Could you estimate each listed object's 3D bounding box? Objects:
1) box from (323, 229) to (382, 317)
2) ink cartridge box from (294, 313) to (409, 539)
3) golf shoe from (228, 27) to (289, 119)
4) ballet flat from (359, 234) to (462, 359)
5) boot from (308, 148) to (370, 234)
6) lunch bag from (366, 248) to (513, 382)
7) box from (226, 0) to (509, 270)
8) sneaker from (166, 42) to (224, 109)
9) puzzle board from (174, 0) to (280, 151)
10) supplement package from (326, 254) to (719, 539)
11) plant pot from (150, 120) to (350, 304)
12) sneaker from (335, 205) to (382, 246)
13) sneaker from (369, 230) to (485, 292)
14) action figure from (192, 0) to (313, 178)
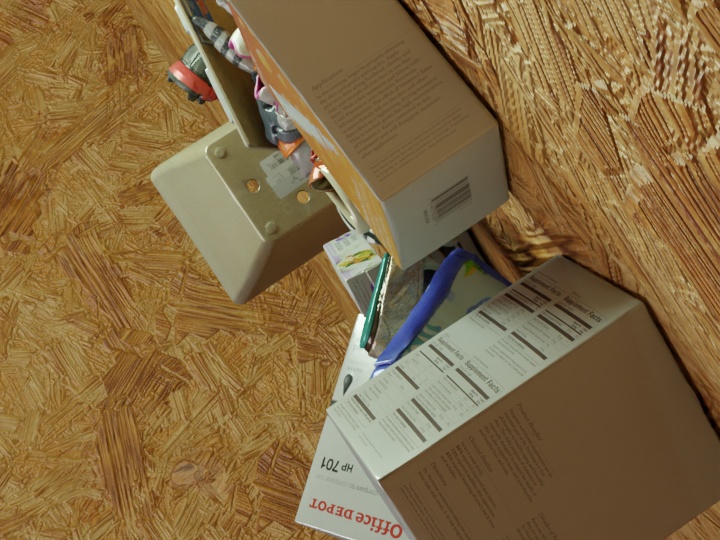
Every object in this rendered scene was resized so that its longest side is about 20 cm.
[{"bbox_3d":[0.000,0.000,1.408,0.041,0.039,0.200,64,178,-11],"label":"box"},{"bbox_3d":[0.045,0.151,1.358,0.146,0.200,0.086,8,166,43],"label":"ink cartridge box"},{"bbox_3d":[-0.043,-0.157,1.372,0.200,0.091,0.075,57,173,-25],"label":"golf shoe"},{"bbox_3d":[0.048,-0.015,1.285,0.067,0.200,0.068,12,161,-3],"label":"ballet flat"},{"bbox_3d":[-0.012,-0.119,1.246,0.200,0.107,0.075,55,177,31],"label":"boot"},{"bbox_3d":[0.093,0.107,1.205,0.127,0.170,0.200,-16,118,40],"label":"lunch bag"},{"bbox_3d":[0.007,-0.121,1.092,0.200,0.097,0.124,54,175,23],"label":"box"},{"bbox_3d":[-0.171,-0.263,2.016,0.071,0.098,0.200,41,-166,19],"label":"sneaker"},{"bbox_3d":[-0.119,-0.206,1.564,0.151,0.017,0.200,-4,-116,-61],"label":"puzzle board"},{"bbox_3d":[0.112,0.117,1.030,0.152,0.200,0.151,58,175,-18],"label":"supplement package"},{"bbox_3d":[-0.108,-0.105,1.834,0.200,0.200,0.177,56,164,1],"label":"plant pot"},{"bbox_3d":[0.030,-0.057,1.486,0.200,0.066,0.091,46,166,44],"label":"sneaker"},{"bbox_3d":[0.080,0.014,1.379,0.200,0.079,0.078,56,174,-13],"label":"sneaker"},{"bbox_3d":[-0.078,-0.180,1.518,0.200,0.105,0.194,104,141,-82],"label":"action figure"}]
